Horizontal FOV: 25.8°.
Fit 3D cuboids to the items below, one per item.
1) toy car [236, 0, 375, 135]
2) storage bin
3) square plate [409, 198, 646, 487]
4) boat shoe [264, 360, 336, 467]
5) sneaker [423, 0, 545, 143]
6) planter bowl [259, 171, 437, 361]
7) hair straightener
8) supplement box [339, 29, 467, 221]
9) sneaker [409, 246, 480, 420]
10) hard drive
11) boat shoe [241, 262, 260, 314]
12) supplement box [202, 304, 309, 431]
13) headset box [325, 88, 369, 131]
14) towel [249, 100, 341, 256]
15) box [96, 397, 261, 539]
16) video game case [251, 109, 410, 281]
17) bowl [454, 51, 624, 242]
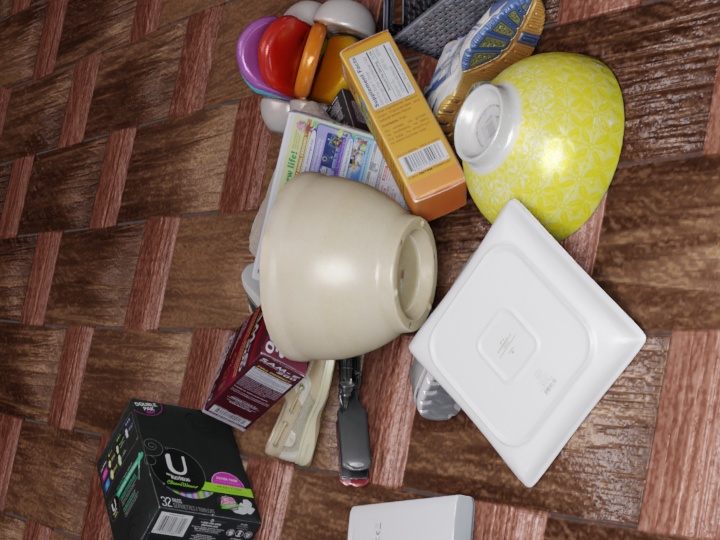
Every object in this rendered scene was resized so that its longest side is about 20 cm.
[{"bbox_3d":[-0.083,-0.264,1.989,0.200,0.149,0.177,13,89,60],"label":"toy car"},{"bbox_3d":[0.117,-0.335,1.742,0.200,0.093,0.136,-30,52,50],"label":"storage bin"},{"bbox_3d":[0.148,0.069,1.496,0.198,0.028,0.201,49,120,29],"label":"square plate"},{"bbox_3d":[-0.067,0.133,1.823,0.072,0.064,0.202,-78,1,-68],"label":"boat shoe"},{"bbox_3d":[0.123,-0.236,1.705,0.200,0.075,0.089,-53,36,32],"label":"sneaker"},{"bbox_3d":[0.000,0.000,1.637,0.134,0.200,0.202,4,78,24],"label":"planter bowl"},{"bbox_3d":[-0.005,0.139,1.775,0.077,0.040,0.201,98,175,-55],"label":"hair straightener"},{"bbox_3d":[0.046,-0.154,1.683,0.067,0.068,0.201,80,168,-68],"label":"supplement box"},{"bbox_3d":[0.095,0.052,1.620,0.201,0.074,0.082,-64,33,19],"label":"sneaker"},{"bbox_3d":[0.046,0.307,1.636,0.199,0.026,0.133,-19,61,56],"label":"hard drive"},{"bbox_3d":[-0.086,0.068,1.938,0.200,0.070,0.064,-126,25,-44],"label":"boat shoe"},{"bbox_3d":[-0.108,0.097,1.784,0.200,0.061,0.110,-44,23,55],"label":"supplement box"},{"bbox_3d":[-0.010,-0.091,1.861,0.149,0.077,0.201,-54,37,32],"label":"headset box"},{"bbox_3d":[-0.068,-0.089,1.850,0.133,0.034,0.201,43,113,56],"label":"towel"},{"bbox_3d":[-0.234,0.281,1.995,0.125,0.147,0.201,-59,33,26],"label":"box"},{"bbox_3d":[-0.016,-0.059,1.756,0.022,0.180,0.202,-43,-31,-70],"label":"video game case"},{"bbox_3d":[0.158,-0.132,1.567,0.200,0.107,0.202,-31,52,50],"label":"bowl"}]
